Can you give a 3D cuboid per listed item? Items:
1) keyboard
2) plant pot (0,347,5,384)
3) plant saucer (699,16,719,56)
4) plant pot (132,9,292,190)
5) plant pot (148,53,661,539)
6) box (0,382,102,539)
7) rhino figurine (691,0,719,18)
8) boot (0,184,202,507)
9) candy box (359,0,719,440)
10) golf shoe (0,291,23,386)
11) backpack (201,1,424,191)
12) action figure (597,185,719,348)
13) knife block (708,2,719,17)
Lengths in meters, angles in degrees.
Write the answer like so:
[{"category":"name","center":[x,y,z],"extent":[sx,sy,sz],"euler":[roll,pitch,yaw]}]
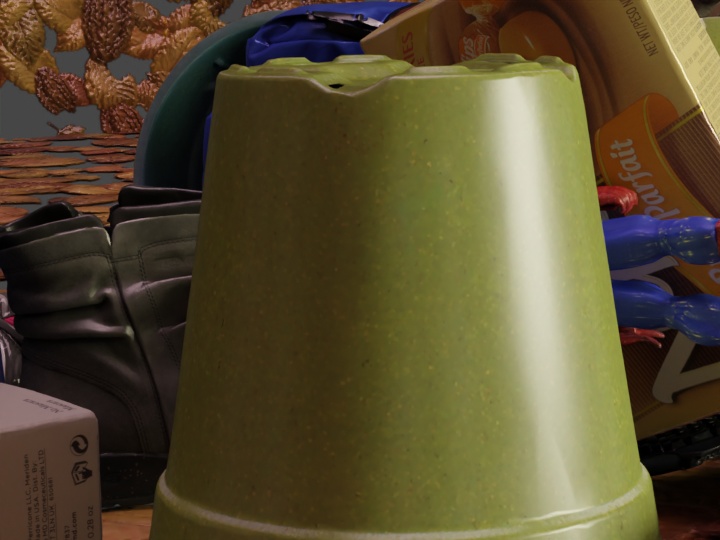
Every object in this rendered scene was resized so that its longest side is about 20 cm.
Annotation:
[{"category":"keyboard","center":[0.189,0.050,0.842],"extent":[0.200,0.040,0.104],"euler":[-13,-7,-27]},{"category":"plant pot","center":[-0.255,0.005,0.753],"extent":[0.200,0.200,0.180],"euler":[-19,25,-39]},{"category":"plant saucer","center":[0.151,-0.014,0.859],"extent":[0.200,0.200,0.031],"euler":[-3,30,-14]},{"category":"plant pot","center":[-0.008,-0.052,1.206],"extent":[0.200,0.200,0.196],"euler":[3,2,23]},{"category":"plant pot","center":[0.013,0.023,0.661],"extent":[0.200,0.190,0.200],"euler":[-2,9,0]},{"category":"box","center":[-0.190,0.089,0.651],"extent":[0.200,0.068,0.082],"euler":[-8,12,-42]},{"category":"rhino figurine","center":[0.161,-0.108,0.971],"extent":[0.060,0.087,0.200],"euler":[29,19,-27]},{"category":"boot","center":[-0.055,0.029,0.820],"extent":[0.200,0.131,0.068],"euler":[-3,9,-10]},{"category":"candy box","center":[0.100,-0.035,0.775],"extent":[0.115,0.200,0.055],"euler":[-24,11,29]},{"category":"golf shoe","center":[-0.232,0.041,0.963],"extent":[0.088,0.077,0.200],"euler":[-20,17,-38]},{"category":"backpack","center":[0.036,-0.049,0.980],"extent":[0.200,0.168,0.162],"euler":[10,17,21]},{"category":"action figure","center":[0.089,0.002,0.735],"extent":[0.200,0.065,0.052],"euler":[0,16,30]},{"category":"knife block","center":[0.211,-0.117,1.020],"extent":[0.175,0.064,0.200],"euler":[27,30,21]}]
